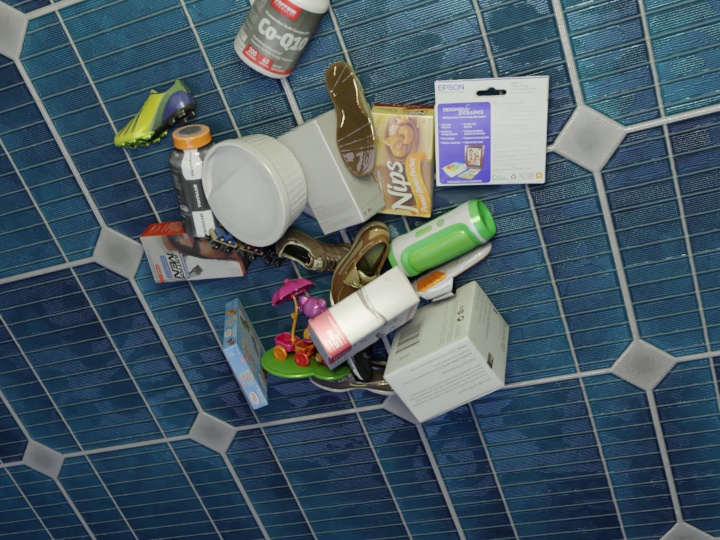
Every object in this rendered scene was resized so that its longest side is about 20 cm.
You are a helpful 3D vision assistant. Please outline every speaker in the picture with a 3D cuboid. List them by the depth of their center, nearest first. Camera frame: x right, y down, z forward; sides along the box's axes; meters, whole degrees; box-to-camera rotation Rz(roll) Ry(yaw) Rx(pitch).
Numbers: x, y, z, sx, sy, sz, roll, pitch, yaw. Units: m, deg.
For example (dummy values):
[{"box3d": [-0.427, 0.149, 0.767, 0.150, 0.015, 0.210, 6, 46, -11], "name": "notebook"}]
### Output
[{"box3d": [0.151, -0.058, 1.704, 0.199, 0.089, 0.089, -26, 112, 25], "name": "speaker"}]

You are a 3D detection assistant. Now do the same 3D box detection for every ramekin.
[{"box3d": [-0.185, -0.154, 1.640, 0.201, 0.094, 0.204, 22, 130, 28], "name": "ramekin"}]

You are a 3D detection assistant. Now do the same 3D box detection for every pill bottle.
[{"box3d": [-0.122, -0.434, 1.517, 0.113, 0.114, 0.200, 31, 123, -7], "name": "pill bottle"}, {"box3d": [-0.304, -0.173, 1.724, 0.105, 0.106, 0.201, 0, 121, 13], "name": "pill bottle"}]

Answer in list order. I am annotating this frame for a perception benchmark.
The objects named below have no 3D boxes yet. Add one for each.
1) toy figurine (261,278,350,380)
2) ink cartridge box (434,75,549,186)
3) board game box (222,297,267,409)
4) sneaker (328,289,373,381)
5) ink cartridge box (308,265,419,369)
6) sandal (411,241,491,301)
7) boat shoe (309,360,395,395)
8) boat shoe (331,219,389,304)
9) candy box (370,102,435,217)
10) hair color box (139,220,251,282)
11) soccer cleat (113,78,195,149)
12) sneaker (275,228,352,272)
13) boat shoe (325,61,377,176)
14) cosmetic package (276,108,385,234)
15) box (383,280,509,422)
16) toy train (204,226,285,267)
[{"box3d": [-0.111, 0.109, 1.834, 0.199, 0.150, 0.185, 13, 116, 30], "name": "toy figurine"}, {"box3d": [0.229, -0.247, 1.586, 0.196, 0.043, 0.201, -1, 122, 6], "name": "ink cartridge box"}, {"box3d": [-0.235, 0.168, 1.862, 0.036, 0.200, 0.152, -22, 115, 3], "name": "board game box"}, {"box3d": [0.005, 0.125, 1.833, 0.087, 0.076, 0.201, -16, 98, 13], "name": "sneaker"}, {"box3d": [0.006, 0.090, 1.693, 0.199, 0.147, 0.083, -32, 78, -9], "name": "ink cartridge box"}, {"box3d": [0.176, 0.018, 1.748, 0.206, 0.079, 0.059, -31, 108, 25], "name": "sandal"}, {"box3d": [-0.010, 0.218, 1.911, 0.198, 0.072, 0.060, 7, 142, 3], "name": "boat shoe"}, {"box3d": [0.000, 0.000, 1.733, 0.075, 0.074, 0.201, 11, 121, -21], "name": "boat shoe"}, {"box3d": [0.077, -0.200, 1.651, 0.114, 0.055, 0.201, 6, 122, 10], "name": "candy box"}, {"box3d": [-0.334, -0.042, 1.838, 0.198, 0.064, 0.112, -5, 119, 15], "name": "hair color box"}, {"box3d": [-0.392, -0.293, 1.710, 0.199, 0.065, 0.084, -24, 84, 29], "name": "soccer cleat"}, {"box3d": [-0.073, -0.019, 1.784, 0.199, 0.076, 0.071, 16, 123, 2], "name": "sneaker"}, {"box3d": [-0.009, -0.264, 1.586, 0.072, 0.065, 0.202, -15, 91, 18], "name": "boat shoe"}, {"box3d": [-0.052, -0.179, 1.641, 0.107, 0.085, 0.201, -14, 106, 41], "name": "cosmetic package"}, {"box3d": [0.170, 0.157, 1.763, 0.199, 0.199, 0.131, -29, 112, 26], "name": "box"}, {"box3d": [-0.219, -0.047, 1.765, 0.199, 0.034, 0.046, 17, 120, -46], "name": "toy train"}]
